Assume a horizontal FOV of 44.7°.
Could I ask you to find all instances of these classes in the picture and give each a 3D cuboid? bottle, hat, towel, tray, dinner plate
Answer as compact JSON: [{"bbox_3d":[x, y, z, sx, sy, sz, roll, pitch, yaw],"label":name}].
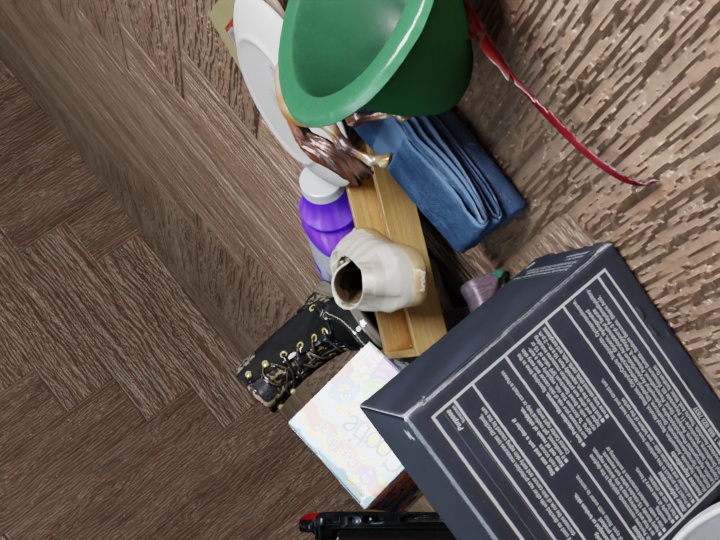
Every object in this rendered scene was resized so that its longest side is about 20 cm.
[{"bbox_3d":[-0.028,-0.046,0.982,0.084,0.065,0.200,53,169,29],"label":"bottle"},{"bbox_3d":[0.061,-0.138,0.582,0.176,0.201,0.165,18,149,-34],"label":"hat"},{"bbox_3d":[0.043,-0.104,0.718,0.200,0.048,0.112,51,164,4],"label":"towel"},{"bbox_3d":[0.030,-0.020,0.818,0.099,0.037,0.201,154,104,-74],"label":"tray"},{"bbox_3d":[-0.071,-0.162,0.822,0.200,0.024,0.200,51,163,22],"label":"dinner plate"}]

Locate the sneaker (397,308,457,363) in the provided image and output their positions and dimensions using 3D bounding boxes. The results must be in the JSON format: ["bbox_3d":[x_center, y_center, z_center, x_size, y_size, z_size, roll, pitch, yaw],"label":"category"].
[{"bbox_3d":[0.129,0.118,0.901,0.200,0.088,0.074,45,-154,-25],"label":"sneaker"}]

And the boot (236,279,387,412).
[{"bbox_3d":[-0.054,0.088,0.944,0.073,0.151,0.200,49,173,-21],"label":"boot"}]

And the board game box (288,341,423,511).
[{"bbox_3d":[0.027,0.157,0.837,0.105,0.103,0.200,44,177,20],"label":"board game box"}]

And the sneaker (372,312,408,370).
[{"bbox_3d":[0.034,0.073,1.077,0.201,0.067,0.108,35,154,40],"label":"sneaker"}]

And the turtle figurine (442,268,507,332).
[{"bbox_3d":[0.135,0.109,0.768,0.150,0.101,0.200,-42,62,35],"label":"turtle figurine"}]

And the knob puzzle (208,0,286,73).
[{"bbox_3d":[-0.070,-0.192,0.864,0.220,0.030,0.220,49,162,22],"label":"knob puzzle"}]

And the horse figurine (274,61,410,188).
[{"bbox_3d":[-0.017,-0.158,0.651,0.132,0.050,0.201,23,119,19],"label":"horse figurine"}]

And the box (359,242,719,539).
[{"bbox_3d":[0.142,0.120,0.652,0.200,0.198,0.123,54,163,-5],"label":"box"}]

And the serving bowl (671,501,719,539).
[{"bbox_3d":[0.294,0.232,0.575,0.200,0.200,0.066,49,-153,12],"label":"serving bowl"}]

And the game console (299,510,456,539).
[{"bbox_3d":[0.054,0.269,0.755,0.172,0.199,0.119,127,145,-69],"label":"game console"}]

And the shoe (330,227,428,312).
[{"bbox_3d":[0.000,0.000,0.775,0.200,0.053,0.070,-171,70,-73],"label":"shoe"}]

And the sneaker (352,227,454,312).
[{"bbox_3d":[0.062,0.033,0.925,0.200,0.075,0.081,56,154,-14],"label":"sneaker"}]
